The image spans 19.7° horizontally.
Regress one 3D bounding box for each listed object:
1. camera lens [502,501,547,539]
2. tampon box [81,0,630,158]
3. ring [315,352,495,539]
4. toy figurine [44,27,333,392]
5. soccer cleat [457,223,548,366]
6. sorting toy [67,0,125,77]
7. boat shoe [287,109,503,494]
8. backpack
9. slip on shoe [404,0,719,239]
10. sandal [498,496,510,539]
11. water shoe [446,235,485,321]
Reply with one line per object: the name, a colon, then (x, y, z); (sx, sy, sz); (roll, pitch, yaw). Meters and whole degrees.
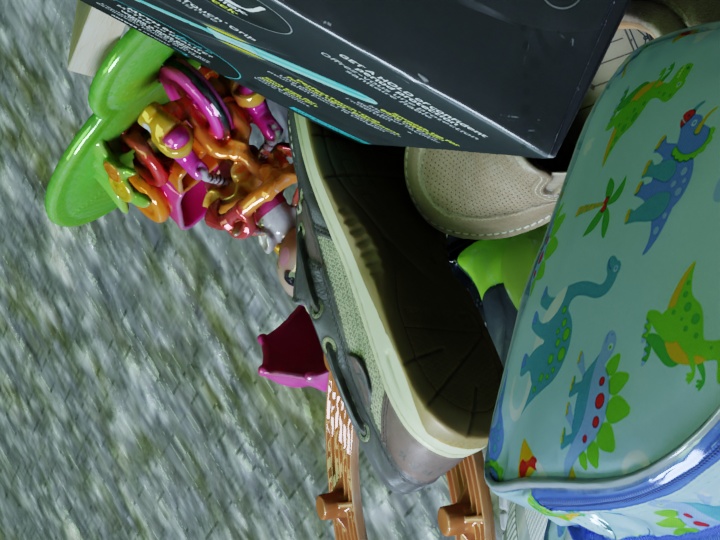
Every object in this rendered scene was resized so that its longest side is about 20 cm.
camera lens: (0.144, 0.083, 0.786); (0.160, 0.159, 0.200); (49, 147, 25)
tampon box: (-0.002, -0.130, 0.747); (0.149, 0.127, 0.200); (27, 175, -19)
ring: (0.014, 0.108, 0.936); (0.200, 0.019, 0.202); (173, 90, -70)
toy figurine: (-0.043, -0.026, 1.037); (0.184, 0.150, 0.200); (45, 162, 10)
soccer cleat: (0.097, 0.074, 0.948); (0.081, 0.067, 0.201); (-7, 100, 50)
sorting toy: (-0.120, -0.225, 0.950); (0.200, 0.069, 0.200); (128, 150, -60)
boat shoe: (0.000, 0.000, 0.863); (0.065, 0.073, 0.201); (-46, 45, 33)
backpack: (0.136, 0.022, 0.559); (0.146, 0.184, 0.200); (27, 165, -25)
slip on shoe: (0.071, -0.058, 0.774); (0.200, 0.060, 0.076); (-23, 94, 51)
sandal: (0.102, 0.159, 1.025); (0.082, 0.049, 0.204); (-127, 29, -75)
water shoe: (0.026, -0.060, 0.957); (0.079, 0.071, 0.201); (-7, 108, 55)
